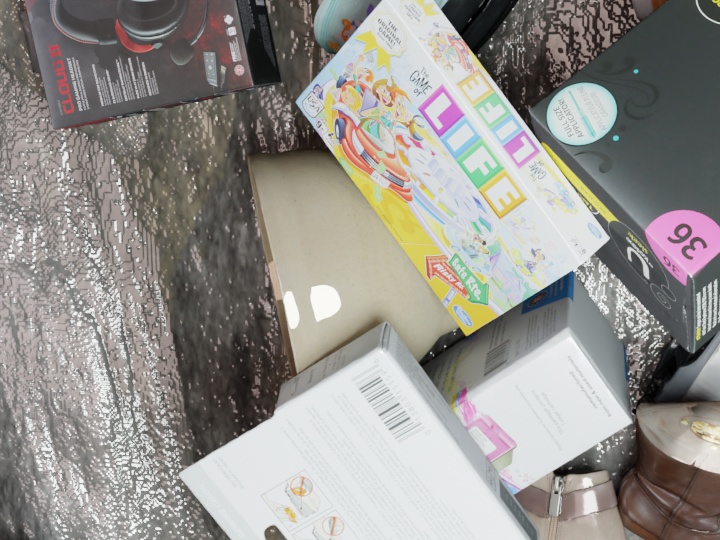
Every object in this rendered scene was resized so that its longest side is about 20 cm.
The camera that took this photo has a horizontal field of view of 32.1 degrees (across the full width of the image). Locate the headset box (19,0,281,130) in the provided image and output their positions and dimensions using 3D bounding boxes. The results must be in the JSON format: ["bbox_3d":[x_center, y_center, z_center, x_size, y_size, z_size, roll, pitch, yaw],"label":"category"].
[{"bbox_3d":[-0.177,-0.201,0.995,0.197,0.075,0.151,-9,98,17],"label":"headset box"}]

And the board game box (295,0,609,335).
[{"bbox_3d":[0.054,-0.068,0.813,0.201,0.034,0.134,53,144,1],"label":"board game box"}]

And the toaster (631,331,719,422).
[{"bbox_3d":[0.297,0.060,0.893,0.128,0.114,0.202,31,105,6],"label":"toaster"}]

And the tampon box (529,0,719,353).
[{"bbox_3d":[0.230,-0.082,0.782,0.199,0.127,0.150,-39,62,-5],"label":"tampon box"}]

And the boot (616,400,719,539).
[{"bbox_3d":[0.270,0.164,0.878,0.184,0.201,0.065,19,62,13],"label":"boot"}]

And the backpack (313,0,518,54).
[{"bbox_3d":[0.051,-0.220,0.878,0.150,0.177,0.201,36,117,10],"label":"backpack"}]

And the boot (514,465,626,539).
[{"bbox_3d":[0.114,0.214,0.996,0.197,0.070,0.149,3,94,24],"label":"boot"}]

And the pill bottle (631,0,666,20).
[{"bbox_3d":[0.273,-0.246,0.844,0.197,0.112,0.114,-12,97,17],"label":"pill bottle"}]

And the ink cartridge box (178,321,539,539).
[{"bbox_3d":[0.002,0.160,0.862,0.172,0.044,0.201,-31,108,18],"label":"ink cartridge box"}]

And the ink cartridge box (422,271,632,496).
[{"bbox_3d":[0.097,0.104,0.936,0.199,0.145,0.085,-34,99,18],"label":"ink cartridge box"}]

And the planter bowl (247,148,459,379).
[{"bbox_3d":[0.000,0.000,0.935,0.133,0.200,0.204,-12,97,-5],"label":"planter bowl"}]
